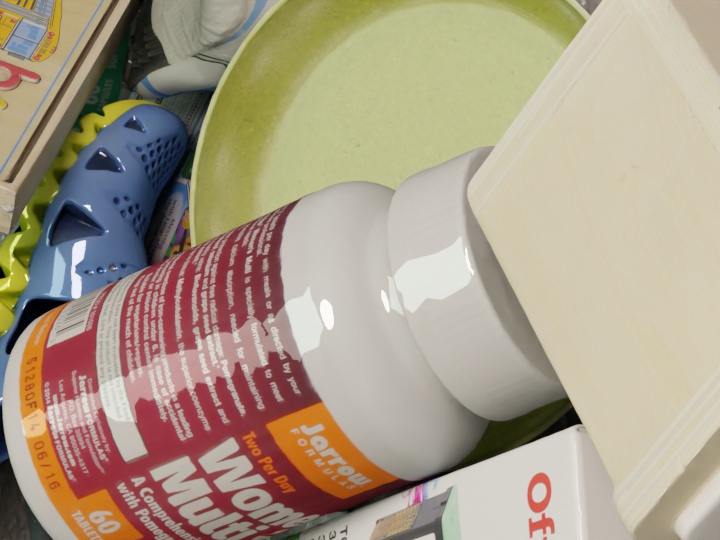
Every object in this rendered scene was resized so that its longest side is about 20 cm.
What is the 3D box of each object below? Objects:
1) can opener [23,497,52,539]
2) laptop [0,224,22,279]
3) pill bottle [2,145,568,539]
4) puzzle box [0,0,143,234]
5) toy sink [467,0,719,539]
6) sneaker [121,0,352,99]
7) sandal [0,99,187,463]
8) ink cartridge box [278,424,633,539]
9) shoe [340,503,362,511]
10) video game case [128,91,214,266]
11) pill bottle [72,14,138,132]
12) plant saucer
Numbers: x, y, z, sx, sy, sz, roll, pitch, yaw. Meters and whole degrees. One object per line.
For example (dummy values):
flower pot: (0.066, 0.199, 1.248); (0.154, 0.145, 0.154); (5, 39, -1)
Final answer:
can opener: (-0.133, 0.134, 1.209); (0.053, 0.066, 0.200); (-44, 43, 36)
laptop: (-0.223, 0.026, 1.250); (0.177, 0.103, 0.200); (-59, -3, -43)
pill bottle: (-0.021, 0.033, 0.954); (0.200, 0.110, 0.110); (-23, 61, 28)
puzzle box: (-0.174, -0.107, 1.145); (0.200, 0.133, 0.025); (-68, -2, -47)
toy sink: (0.138, 0.021, 0.808); (0.112, 0.130, 0.200); (-54, 43, 30)
sneaker: (-0.052, -0.104, 1.130); (0.200, 0.072, 0.072); (176, 110, -70)
sandal: (-0.119, 0.020, 1.140); (0.087, 0.079, 0.200); (22, 75, 16)
ink cartridge box: (0.046, 0.150, 0.935); (0.200, 0.084, 0.145); (-27, 60, 47)
shoe: (0.000, 0.000, 1.067); (0.070, 0.053, 0.200); (23, 99, 54)
video game case: (-0.080, 0.003, 1.171); (0.182, 0.024, 0.200); (20, 84, 54)
pill bottle: (-0.210, -0.117, 1.252); (0.113, 0.200, 0.113); (-176, 90, -65)
plant saucer: (0.026, -0.024, 1.008); (0.200, 0.031, 0.200); (-1, 88, 30)
